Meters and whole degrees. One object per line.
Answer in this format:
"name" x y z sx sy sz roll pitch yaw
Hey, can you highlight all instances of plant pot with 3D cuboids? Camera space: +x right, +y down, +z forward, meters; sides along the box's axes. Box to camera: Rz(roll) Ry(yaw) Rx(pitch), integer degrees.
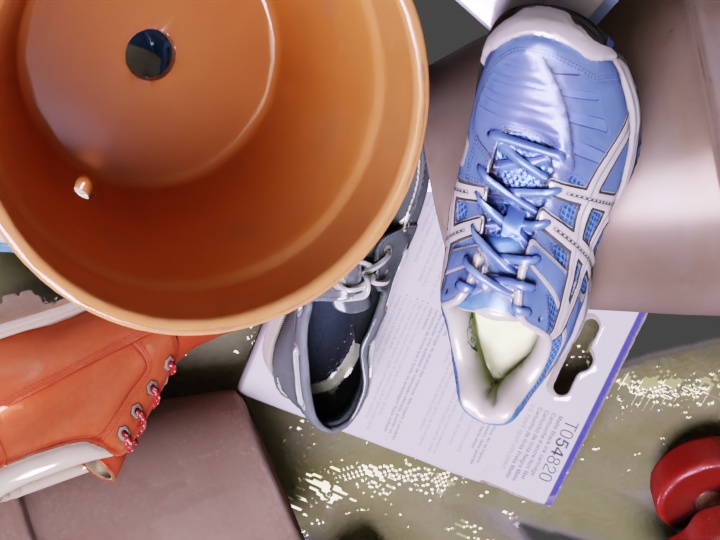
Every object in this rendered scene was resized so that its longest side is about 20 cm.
"plant pot" 0.123 -0.058 0.867 0.172 0.200 0.202 -12 115 9
"plant pot" -0.127 0.153 1.019 0.173 0.200 0.202 -23 113 -3
"plant pot" -0.083 -0.086 0.794 0.198 0.140 0.202 -4 106 -16

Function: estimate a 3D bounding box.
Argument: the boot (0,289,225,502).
"boot" -0.126 0.055 0.954 0.198 0.075 0.108 -19 74 -19

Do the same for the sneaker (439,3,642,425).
"sneaker" 0.075 -0.019 0.761 0.075 0.077 0.202 11 129 15

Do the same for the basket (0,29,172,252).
"basket" -0.174 -0.105 0.910 0.174 0.140 0.202 7 125 1

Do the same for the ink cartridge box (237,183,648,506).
"ink cartridge box" 0.054 0.016 1.002 0.198 0.041 0.201 21 114 -5

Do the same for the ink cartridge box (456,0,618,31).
"ink cartridge box" 0.060 -0.191 0.813 0.136 0.200 0.076 39 113 -13

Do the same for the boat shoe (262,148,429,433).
"boat shoe" 0.000 0.000 0.920 0.072 0.062 0.201 -1 131 -26

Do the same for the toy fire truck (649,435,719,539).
"toy fire truck" 0.268 0.163 1.029 0.199 0.113 0.168 -34 127 20
